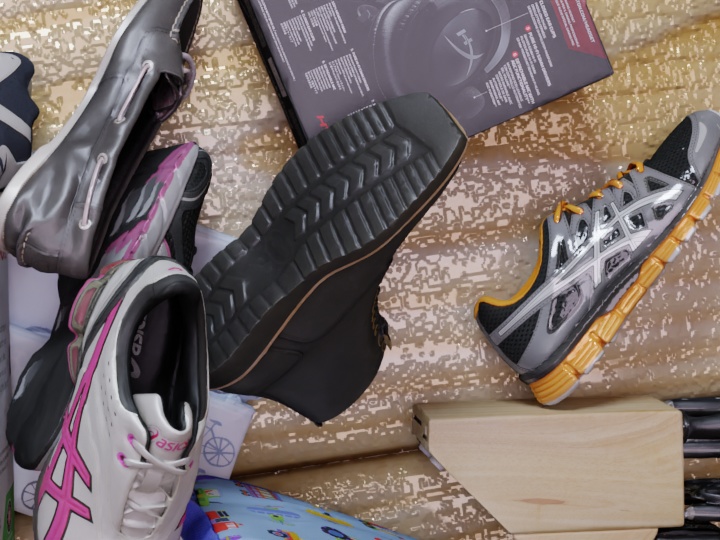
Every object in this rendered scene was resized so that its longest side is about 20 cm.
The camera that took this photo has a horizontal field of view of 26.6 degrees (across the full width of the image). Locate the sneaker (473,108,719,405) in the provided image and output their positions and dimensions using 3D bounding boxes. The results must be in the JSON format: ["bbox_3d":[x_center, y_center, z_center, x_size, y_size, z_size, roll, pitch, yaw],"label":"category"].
[{"bbox_3d":[0.146,-0.019,0.902,0.077,0.078,0.201,37,85,5],"label":"sneaker"}]

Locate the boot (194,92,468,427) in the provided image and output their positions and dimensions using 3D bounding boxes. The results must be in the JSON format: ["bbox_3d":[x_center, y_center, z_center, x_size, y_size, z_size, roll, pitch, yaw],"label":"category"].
[{"bbox_3d":[0.000,0.000,0.848,0.200,0.138,0.078,-40,54,15],"label":"boot"}]

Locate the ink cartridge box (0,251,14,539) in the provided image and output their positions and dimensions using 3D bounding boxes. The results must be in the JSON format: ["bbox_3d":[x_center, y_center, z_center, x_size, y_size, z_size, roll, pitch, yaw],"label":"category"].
[{"bbox_3d":[-0.233,0.069,0.802,0.083,0.146,0.202,-1,92,-4],"label":"ink cartridge box"}]

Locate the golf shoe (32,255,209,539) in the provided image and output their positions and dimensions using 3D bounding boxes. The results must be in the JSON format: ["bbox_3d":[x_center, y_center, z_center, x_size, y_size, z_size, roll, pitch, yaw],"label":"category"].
[{"bbox_3d":[-0.116,0.093,0.755,0.072,0.092,0.202,6,87,-26],"label":"golf shoe"}]

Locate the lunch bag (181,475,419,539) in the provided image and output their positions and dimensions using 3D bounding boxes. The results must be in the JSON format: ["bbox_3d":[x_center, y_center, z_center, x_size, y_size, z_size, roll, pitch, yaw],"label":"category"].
[{"bbox_3d":[-0.022,0.171,0.839,0.199,0.150,0.095,33,89,-16],"label":"lunch bag"}]

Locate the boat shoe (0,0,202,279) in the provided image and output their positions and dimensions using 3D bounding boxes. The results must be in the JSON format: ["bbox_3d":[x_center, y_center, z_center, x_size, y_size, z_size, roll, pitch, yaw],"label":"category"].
[{"bbox_3d":[-0.127,-0.079,0.839,0.057,0.067,0.201,25,63,8],"label":"boat shoe"}]

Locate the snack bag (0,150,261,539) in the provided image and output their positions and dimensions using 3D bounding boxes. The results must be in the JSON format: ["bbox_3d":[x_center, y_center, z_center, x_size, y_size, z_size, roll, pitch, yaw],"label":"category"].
[{"bbox_3d":[-0.147,0.053,0.893,0.187,0.021,0.202,20,91,-8],"label":"snack bag"}]

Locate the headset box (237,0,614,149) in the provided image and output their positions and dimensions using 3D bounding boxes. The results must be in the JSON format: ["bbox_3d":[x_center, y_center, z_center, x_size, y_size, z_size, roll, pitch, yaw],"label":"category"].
[{"bbox_3d":[0.040,-0.149,0.877,0.198,0.077,0.150,-24,97,-6],"label":"headset box"}]

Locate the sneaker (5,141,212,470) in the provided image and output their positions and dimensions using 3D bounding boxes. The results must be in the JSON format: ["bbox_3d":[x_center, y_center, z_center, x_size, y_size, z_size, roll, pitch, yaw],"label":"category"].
[{"bbox_3d":[-0.125,0.027,0.858,0.086,0.080,0.202,32,75,-38],"label":"sneaker"}]

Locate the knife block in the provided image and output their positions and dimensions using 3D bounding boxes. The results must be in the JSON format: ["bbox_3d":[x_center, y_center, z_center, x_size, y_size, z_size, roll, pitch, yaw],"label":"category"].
[{"bbox_3d":[0.154,0.101,0.914,0.200,0.064,0.176,44,87,-7],"label":"knife block"}]

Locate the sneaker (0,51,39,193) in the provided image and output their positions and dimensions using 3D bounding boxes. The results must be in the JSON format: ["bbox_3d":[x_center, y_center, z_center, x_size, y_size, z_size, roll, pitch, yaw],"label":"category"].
[{"bbox_3d":[-0.248,-0.101,0.848,0.198,0.129,0.080,34,107,30],"label":"sneaker"}]
